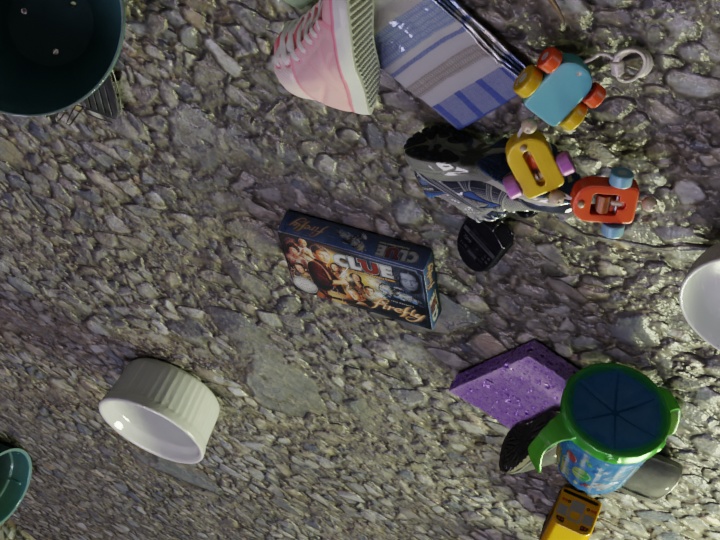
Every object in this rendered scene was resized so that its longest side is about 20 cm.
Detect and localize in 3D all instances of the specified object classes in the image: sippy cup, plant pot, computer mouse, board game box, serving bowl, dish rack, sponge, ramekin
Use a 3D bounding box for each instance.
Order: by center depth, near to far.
[{"bbox_3d":[0.427,0.024,1.335,0.199,0.066,0.201,20,151,12],"label":"serving bowl"},{"bbox_3d":[-0.340,-0.264,1.398,0.199,0.201,0.135,29,-174,-5],"label":"plant pot"},{"bbox_3d":[0.160,-0.060,1.461,0.059,0.034,0.200,50,147,10],"label":"computer mouse"},{"bbox_3d":[-0.384,-0.236,1.587,0.199,0.055,0.154,19,151,13],"label":"dish rack"},{"bbox_3d":[0.301,0.206,1.639,0.176,0.140,0.131,16,140,4],"label":"sippy cup"},{"bbox_3d":[0.000,0.000,1.676,0.199,0.035,0.136,15,149,19],"label":"board game box"},{"bbox_3d":[0.214,0.155,1.758,0.111,0.030,0.200,34,150,-14],"label":"sponge"},{"bbox_3d":[-0.339,0.237,2.272,0.199,0.098,0.201,20,151,11],"label":"ramekin"},{"bbox_3d":[-0.884,0.455,2.990,0.195,0.201,0.201,22,152,23],"label":"plant pot"}]

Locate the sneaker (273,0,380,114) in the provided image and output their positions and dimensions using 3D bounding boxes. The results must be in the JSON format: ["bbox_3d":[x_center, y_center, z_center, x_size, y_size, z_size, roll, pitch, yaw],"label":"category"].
[{"bbox_3d":[-0.040,-0.220,1.258,0.104,0.076,0.201,14,157,11],"label":"sneaker"}]

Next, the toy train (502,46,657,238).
[{"bbox_3d":[0.209,-0.128,1.253,0.149,0.056,0.201,-1,123,1],"label":"toy train"}]

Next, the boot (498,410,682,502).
[{"bbox_3d":[0.309,0.262,1.801,0.199,0.073,0.182,19,156,-18],"label":"boot"}]

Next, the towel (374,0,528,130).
[{"bbox_3d":[0.062,-0.218,1.286,0.200,0.024,0.147,37,150,-18],"label":"towel"}]

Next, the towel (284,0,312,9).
[{"bbox_3d":[-0.061,-0.320,1.213,0.149,0.031,0.200,38,149,-18],"label":"towel"}]

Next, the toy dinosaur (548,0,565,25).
[{"bbox_3d":[0.095,-0.275,1.144,0.198,0.059,0.101,15,175,0],"label":"toy dinosaur"}]

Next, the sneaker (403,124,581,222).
[{"bbox_3d":[0.142,-0.090,1.370,0.199,0.077,0.086,20,144,31],"label":"sneaker"}]

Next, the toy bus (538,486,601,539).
[{"bbox_3d":[0.313,0.395,2.015,0.065,0.079,0.200,21,151,9],"label":"toy bus"}]
